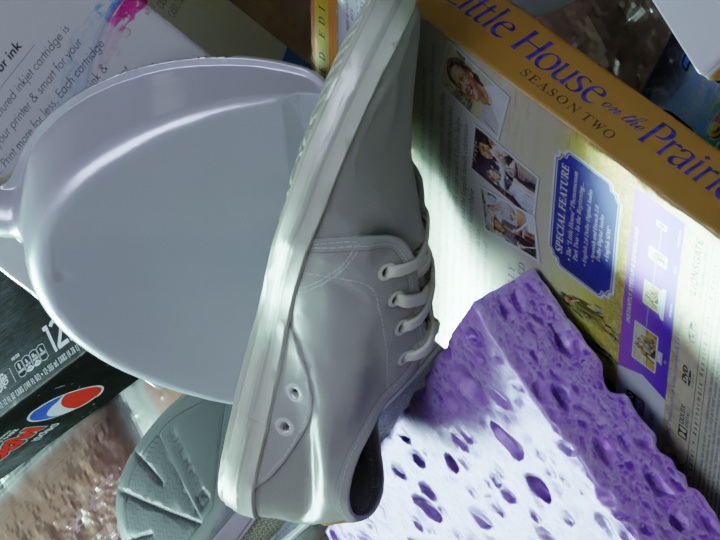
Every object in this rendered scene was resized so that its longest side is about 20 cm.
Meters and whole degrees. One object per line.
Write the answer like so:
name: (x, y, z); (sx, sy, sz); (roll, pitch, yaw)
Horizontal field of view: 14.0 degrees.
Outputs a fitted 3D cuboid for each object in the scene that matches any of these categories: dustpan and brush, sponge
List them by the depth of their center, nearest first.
sponge: (0.051, 0.091, 0.981); (0.112, 0.030, 0.200); (53, 153, 13)
dustpan and brush: (-0.094, -0.015, 1.008); (0.199, 0.057, 0.140); (-3, 127, 4)

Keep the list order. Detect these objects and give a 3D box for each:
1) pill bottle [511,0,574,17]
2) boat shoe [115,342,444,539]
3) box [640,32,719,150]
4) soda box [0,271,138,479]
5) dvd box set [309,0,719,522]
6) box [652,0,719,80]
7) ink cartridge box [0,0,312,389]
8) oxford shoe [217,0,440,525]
pill bottle: (0.010, -0.174, 0.990); (0.200, 0.109, 0.110); (46, 125, 29)
boat shoe: (-0.014, 0.048, 1.088); (0.202, 0.065, 0.075); (-49, 53, 31)
box: (0.126, -0.006, 0.954); (0.110, 0.035, 0.201); (43, 124, 30)
soda box: (-0.152, 0.041, 1.206); (0.200, 0.071, 0.064); (-35, 74, 42)
dvd box set: (0.060, -0.009, 0.929); (0.200, 0.029, 0.147); (39, 148, 31)
box: (0.164, -0.131, 0.783); (0.124, 0.199, 0.098); (-47, 65, 38)
ink cartridge box: (-0.110, -0.067, 1.050); (0.200, 0.067, 0.116); (39, 111, -9)
oxford shoe: (0.000, 0.000, 0.925); (0.057, 0.075, 0.201); (17, 124, 7)
